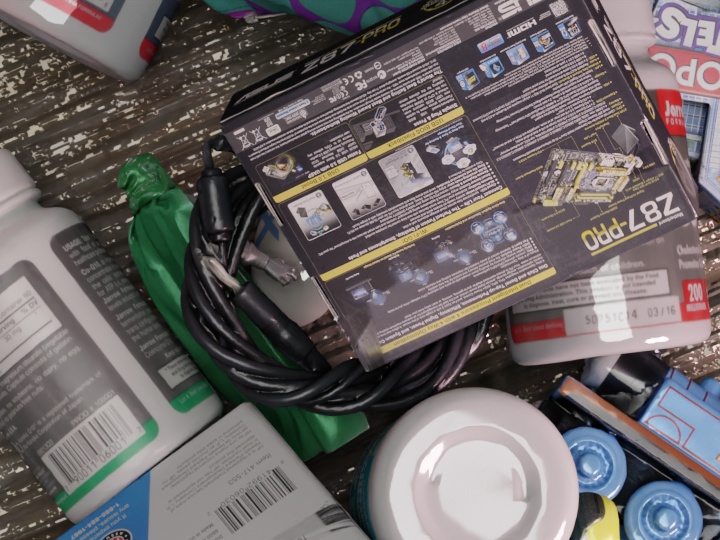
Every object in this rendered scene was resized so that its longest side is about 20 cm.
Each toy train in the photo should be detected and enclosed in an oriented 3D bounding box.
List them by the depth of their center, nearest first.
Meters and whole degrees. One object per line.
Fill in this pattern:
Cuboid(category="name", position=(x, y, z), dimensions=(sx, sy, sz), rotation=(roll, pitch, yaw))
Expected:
Cuboid(category="toy train", position=(0.190, 0.119, 1.391), dimensions=(0.200, 0.087, 0.115), rotation=(35, 79, 4))

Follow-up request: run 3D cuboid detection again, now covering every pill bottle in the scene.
Cuboid(category="pill bottle", position=(0.052, 0.128, 1.327), dimensions=(0.110, 0.200, 0.111), rotation=(1, 81, -5))
Cuboid(category="pill bottle", position=(0.127, -0.053, 1.328), dimensions=(0.113, 0.114, 0.201), rotation=(-7, 88, 0))
Cuboid(category="pill bottle", position=(-0.180, 0.036, 1.380), dimensions=(0.113, 0.113, 0.200), rotation=(-37, 88, -1))
Cuboid(category="pill bottle", position=(-0.136, -0.222, 1.387), dimensions=(0.119, 0.120, 0.201), rotation=(27, 88, 2))

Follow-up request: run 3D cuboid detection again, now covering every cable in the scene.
Cuboid(category="cable", position=(0.000, 0.000, 1.330), dimensions=(0.199, 0.051, 0.164), rotation=(5, 72, -23))

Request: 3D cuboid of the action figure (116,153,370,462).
Cuboid(category="action figure", position=(-0.075, 0.018, 1.376), dimensions=(0.055, 0.118, 0.200), rotation=(-39, 96, -40))

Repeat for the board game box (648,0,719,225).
Cuboid(category="board game box", position=(0.208, -0.112, 1.408), dimensions=(0.199, 0.062, 0.201), rotation=(9, 87, 1))

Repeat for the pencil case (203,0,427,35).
Cuboid(category="pencil case", position=(-0.004, -0.163, 1.315), dimensions=(0.199, 0.085, 0.093), rotation=(22, 121, 38))

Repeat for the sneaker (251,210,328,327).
Cuboid(category="sneaker", position=(-0.004, -0.057, 1.403), dimensions=(0.072, 0.072, 0.201), rotation=(32, 90, 0))

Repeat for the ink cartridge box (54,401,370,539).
Cuboid(category="ink cartridge box", position=(-0.057, 0.190, 1.290), dimensions=(0.146, 0.086, 0.200), rotation=(-35, 50, -10))

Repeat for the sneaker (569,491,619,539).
Cuboid(category="sneaker", position=(0.153, 0.201, 1.355), dimensions=(0.090, 0.078, 0.201), rotation=(-6, 128, 6))

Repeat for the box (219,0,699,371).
Cuboid(category="box", position=(0.052, -0.058, 1.234), dimensions=(0.199, 0.049, 0.162), rotation=(-26, 108, 17))
